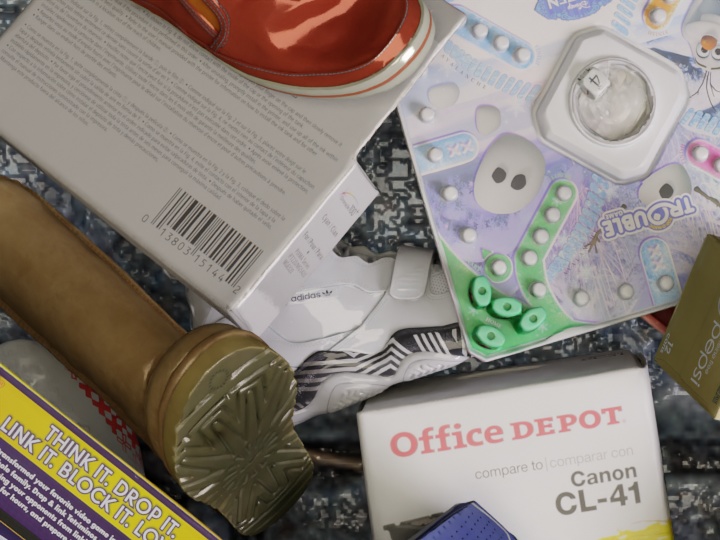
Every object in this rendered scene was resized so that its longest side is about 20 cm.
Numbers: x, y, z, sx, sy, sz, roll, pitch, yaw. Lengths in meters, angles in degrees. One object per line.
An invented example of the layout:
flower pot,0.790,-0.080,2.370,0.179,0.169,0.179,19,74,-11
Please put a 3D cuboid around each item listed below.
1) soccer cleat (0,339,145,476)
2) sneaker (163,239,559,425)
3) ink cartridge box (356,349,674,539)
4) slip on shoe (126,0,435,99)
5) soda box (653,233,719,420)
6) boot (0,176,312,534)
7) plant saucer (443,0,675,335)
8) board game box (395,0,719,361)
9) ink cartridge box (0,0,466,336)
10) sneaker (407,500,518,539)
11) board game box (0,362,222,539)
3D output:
soccer cleat,-0.132,0.126,1.095,0.068,0.085,0.201,-25,91,4
sneaker,0.000,0.000,1.088,0.199,0.075,0.116,-22,94,7
ink cartridge box,0.083,0.151,1.086,0.146,0.086,0.202,-9,94,4
slip on shoe,-0.057,-0.136,1.018,0.199,0.061,0.074,27,78,23
soda box,0.242,0.045,1.038,0.199,0.064,0.068,14,107,-26
boot,-0.117,0.024,1.010,0.066,0.175,0.200,-42,67,-16
plant saucer,0.174,-0.072,1.087,0.199,0.037,0.200,38,86,1
board game box,0.120,-0.080,1.051,0.199,0.026,0.201,-16,85,-4
ink cartridge box,-0.070,-0.094,1.064,0.200,0.045,0.176,37,84,26
sneaker,0.101,0.188,0.979,0.080,0.115,0.200,-37,98,-33
board game box,-0.174,0.128,0.932,0.200,0.057,0.166,40,77,-12
